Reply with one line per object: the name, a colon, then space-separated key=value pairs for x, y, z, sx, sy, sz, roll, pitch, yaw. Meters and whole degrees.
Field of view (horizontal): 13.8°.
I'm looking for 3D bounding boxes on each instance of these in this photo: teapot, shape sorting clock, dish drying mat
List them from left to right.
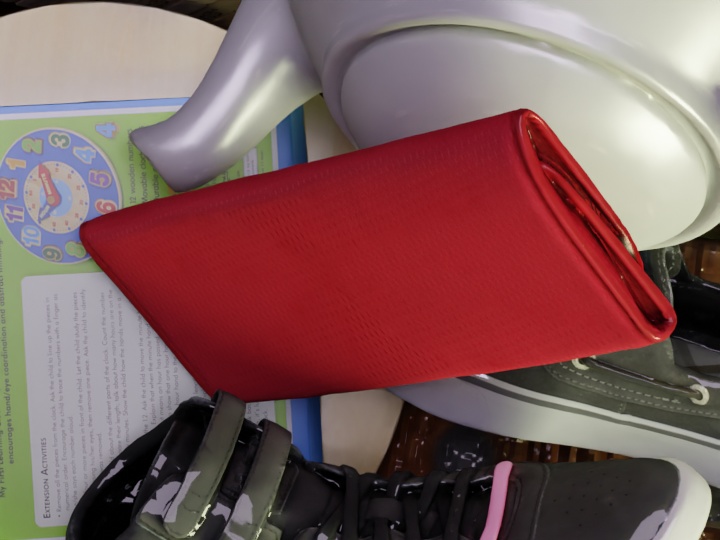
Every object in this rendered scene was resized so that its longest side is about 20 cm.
shape sorting clock: x=-0.083 y=0.016 z=0.939 sx=0.200 sy=0.039 sz=0.200 roll=0 pitch=91 yaw=-7
dish drying mat: x=0.000 y=0.000 z=0.834 sx=0.077 sy=0.200 sz=0.018 roll=51 pitch=57 yaw=-21
teapot: x=0.062 y=-0.070 z=0.838 sx=0.197 sy=0.200 sz=0.146 roll=24 pitch=64 yaw=-10

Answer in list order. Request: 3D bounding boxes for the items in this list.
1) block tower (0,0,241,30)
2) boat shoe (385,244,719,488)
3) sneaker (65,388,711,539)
block tower: x=-0.111 y=-0.116 z=0.921 sx=0.200 sy=0.058 sz=0.054 roll=10 pitch=73 yaw=-36
boat shoe: x=0.086 y=0.019 z=0.896 sx=0.200 sy=0.066 sz=0.070 roll=20 pitch=33 yaw=4
sneaker: x=-0.003 y=0.075 z=0.856 sx=0.200 sy=0.099 sz=0.071 roll=-21 pitch=32 yaw=33
